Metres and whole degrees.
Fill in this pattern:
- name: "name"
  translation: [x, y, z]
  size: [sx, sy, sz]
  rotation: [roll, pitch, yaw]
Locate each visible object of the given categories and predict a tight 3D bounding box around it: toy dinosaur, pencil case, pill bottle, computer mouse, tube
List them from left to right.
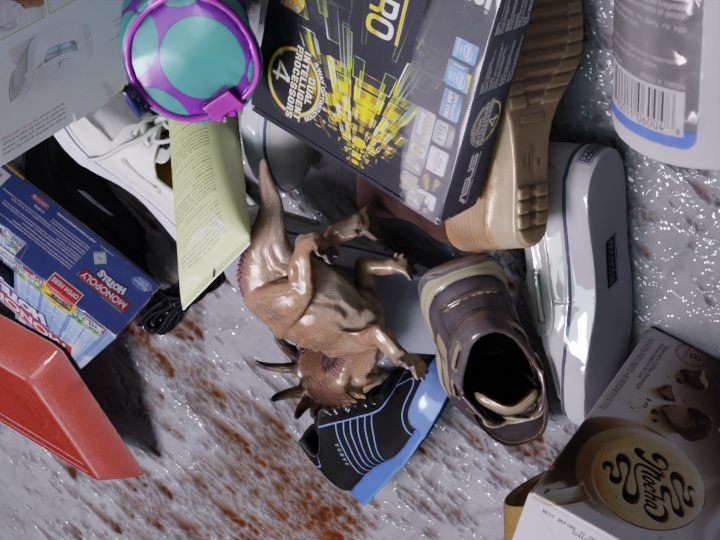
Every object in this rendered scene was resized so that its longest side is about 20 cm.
- name: "computer mouse"
  translation: [-0.203, -0.036, 1.190]
  size: [0.140, 0.046, 0.201]
  rotation: [-29, 101, 46]
- name: "pencil case"
  translation: [-0.109, -0.160, 0.927]
  size: [0.084, 0.200, 0.093]
  rotation: [-20, 116, 3]
- name: "tube"
  translation: [-0.106, -0.069, 0.999]
  size: [0.051, 0.201, 0.058]
  rotation: [-7, 139, -3]
- name: "toy dinosaur"
  translation: [-0.035, 0.028, 0.981]
  size: [0.135, 0.086, 0.200]
  rotation: [-26, 116, 34]
- name: "pill bottle"
  translation: [0.191, -0.166, 0.761]
  size: [0.113, 0.114, 0.201]
  rotation: [15, 128, 27]

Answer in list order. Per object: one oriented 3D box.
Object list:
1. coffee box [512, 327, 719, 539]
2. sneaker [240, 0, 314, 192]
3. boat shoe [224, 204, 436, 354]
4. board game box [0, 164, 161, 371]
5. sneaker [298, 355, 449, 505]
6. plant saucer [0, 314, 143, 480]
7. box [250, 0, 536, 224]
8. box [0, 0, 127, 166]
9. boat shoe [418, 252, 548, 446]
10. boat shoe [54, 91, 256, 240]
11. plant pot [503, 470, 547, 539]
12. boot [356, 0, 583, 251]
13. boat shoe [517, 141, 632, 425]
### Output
- name: "coffee box"
  translation: [0.187, 0.137, 0.915]
  size: [0.112, 0.200, 0.080]
  rotation: [28, 130, 18]
- name: "sneaker"
  translation: [-0.034, -0.125, 0.979]
  size: [0.070, 0.073, 0.201]
  rotation: [26, 139, 17]
- name: "boat shoe"
  translation: [0.000, 0.000, 1.049]
  size: [0.198, 0.070, 0.071]
  rotation: [15, 130, -5]
- name: "board game box"
  translation: [-0.270, 0.011, 1.219]
  size: [0.199, 0.062, 0.200]
  rotation: [37, 153, 5]
- name: "sneaker"
  translation: [0.011, 0.113, 1.116]
  size: [0.078, 0.070, 0.200]
  rotation: [36, 139, 2]
- name: "plant saucer"
  translation: [-0.309, 0.106, 1.314]
  size: [0.199, 0.037, 0.200]
  rotation: [24, 151, 33]
- name: "box"
  translation: [0.020, -0.152, 0.845]
  size: [0.161, 0.049, 0.201]
  rotation: [32, 127, 25]
- name: "box"
  translation: [-0.226, -0.195, 0.986]
  size: [0.096, 0.200, 0.178]
  rotation: [21, 131, 24]
- name: "boat shoe"
  translation: [0.088, 0.073, 0.974]
  size: [0.074, 0.074, 0.200]
  rotation: [-22, 140, 7]
- name: "boat shoe"
  translation: [-0.152, -0.091, 1.090]
  size: [0.202, 0.075, 0.086]
  rotation: [45, 142, -3]
- name: "plant pot"
  translation: [0.180, 0.241, 1.027]
  size: [0.186, 0.186, 0.201]
  rotation: [-19, 95, 43]
- name: "boot"
  translation: [0.057, -0.116, 0.923]
  size: [0.166, 0.072, 0.202]
  rotation: [18, 107, 49]
- name: "boat shoe"
  translation: [0.136, 0.010, 0.957]
  size: [0.065, 0.072, 0.201]
  rotation: [14, 126, 34]
